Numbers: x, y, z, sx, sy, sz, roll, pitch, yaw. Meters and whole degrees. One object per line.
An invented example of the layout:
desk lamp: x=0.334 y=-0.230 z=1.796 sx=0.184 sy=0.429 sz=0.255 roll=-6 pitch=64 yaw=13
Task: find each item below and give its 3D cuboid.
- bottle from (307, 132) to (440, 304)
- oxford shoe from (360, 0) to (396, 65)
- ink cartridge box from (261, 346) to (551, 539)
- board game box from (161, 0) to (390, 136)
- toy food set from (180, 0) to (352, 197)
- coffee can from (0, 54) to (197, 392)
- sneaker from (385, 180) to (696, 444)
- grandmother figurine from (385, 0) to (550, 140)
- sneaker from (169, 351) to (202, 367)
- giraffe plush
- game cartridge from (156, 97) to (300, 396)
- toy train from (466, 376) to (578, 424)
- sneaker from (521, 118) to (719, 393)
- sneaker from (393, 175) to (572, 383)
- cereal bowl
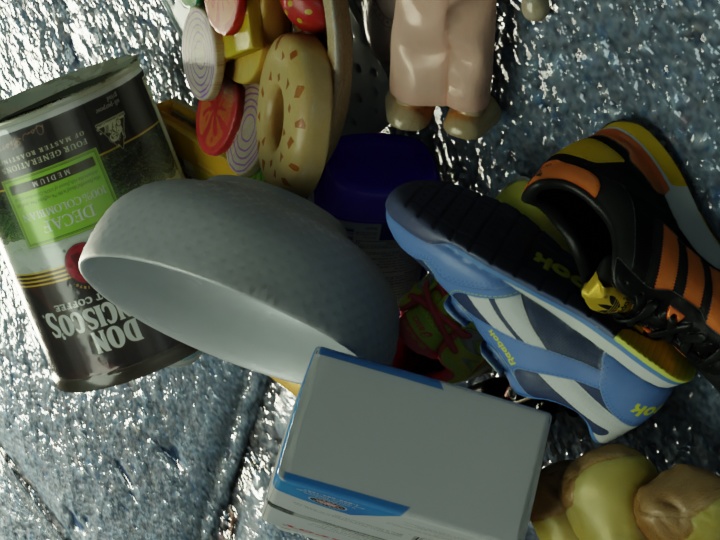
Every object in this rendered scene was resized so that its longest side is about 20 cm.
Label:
bottle: x=0.000 y=0.000 z=1.263 sx=0.201 sy=0.083 sz=0.066 roll=100 pitch=166 yaw=-46
oxford shoe: x=0.005 y=-0.206 z=1.121 sx=0.071 sy=0.073 sz=0.201 roll=29 pitch=134 yaw=42
ink cartridge box: x=0.022 y=0.122 z=1.161 sx=0.144 sy=0.085 sz=0.200 roll=16 pitch=165 yaw=-2
board game box: x=-0.054 y=-0.162 z=1.282 sx=0.201 sy=0.026 sz=0.200 roll=61 pitch=148 yaw=3
toy food set: x=-0.063 y=-0.138 z=1.195 sx=0.198 sy=0.048 sz=0.201 roll=-6 pitch=91 yaw=64
coffee can: x=-0.189 y=-0.034 z=1.369 sx=0.146 sy=0.146 sz=0.201 roll=0 pitch=115 yaw=55
sneaker: x=0.090 y=0.025 z=1.088 sx=0.200 sy=0.074 sz=0.082 roll=37 pitch=124 yaw=8
grandmother figurine: x=0.048 y=-0.172 z=1.082 sx=0.061 sy=0.120 sz=0.201 roll=-90 pitch=5 yaw=-50
sneaker: x=-0.165 y=-0.026 z=1.487 sx=0.201 sy=0.079 sz=0.130 roll=61 pitch=149 yaw=3
giraffe plush: x=0.150 y=0.221 z=1.083 sx=0.200 sy=0.162 sz=0.172 roll=49 pitch=153 yaw=-7
game cartridge: x=-0.083 y=-0.011 z=1.392 sx=0.176 sy=0.032 sz=0.201 roll=31 pitch=140 yaw=52
toy train: x=0.115 y=0.075 z=1.202 sx=0.200 sy=0.034 sz=0.046 roll=-28 pitch=78 yaw=58
sneaker: x=0.163 y=0.016 z=1.036 sx=0.201 sy=0.090 sz=0.070 roll=56 pitch=147 yaw=13
sneaker: x=0.068 y=0.021 z=1.175 sx=0.078 sy=0.090 sz=0.200 roll=52 pitch=145 yaw=20
cereal bowl: x=-0.065 y=-0.001 z=1.160 sx=0.199 sy=0.084 sz=0.200 roll=20 pitch=166 yaw=5
